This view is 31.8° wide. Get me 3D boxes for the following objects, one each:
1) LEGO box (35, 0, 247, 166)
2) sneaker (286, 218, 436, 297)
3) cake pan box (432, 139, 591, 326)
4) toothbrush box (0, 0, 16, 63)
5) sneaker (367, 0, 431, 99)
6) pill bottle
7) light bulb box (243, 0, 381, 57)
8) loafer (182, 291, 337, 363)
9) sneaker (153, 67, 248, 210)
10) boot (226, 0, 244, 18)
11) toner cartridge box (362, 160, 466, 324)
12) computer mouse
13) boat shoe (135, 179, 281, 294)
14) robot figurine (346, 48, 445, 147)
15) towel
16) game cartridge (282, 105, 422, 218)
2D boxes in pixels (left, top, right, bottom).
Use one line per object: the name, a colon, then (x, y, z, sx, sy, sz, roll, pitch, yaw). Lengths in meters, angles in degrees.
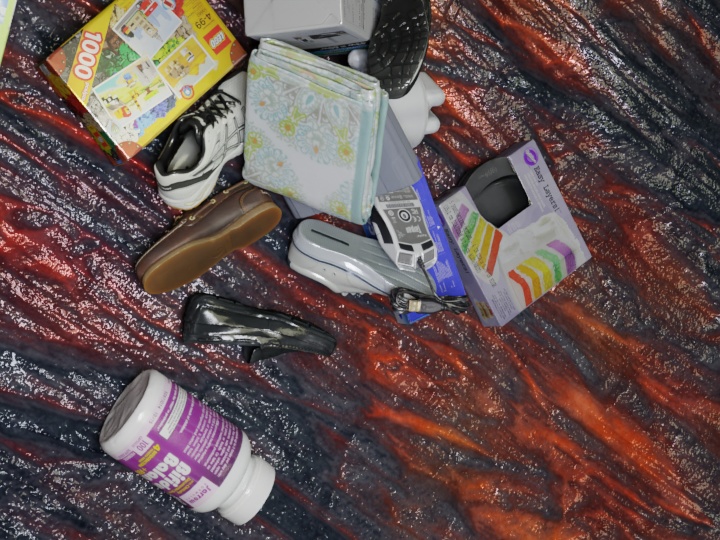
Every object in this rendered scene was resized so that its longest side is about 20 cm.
LEGO box: (-0.259, -0.247, 1.501, 0.200, 0.077, 0.149, -45, 107, -19)
sneaker: (0.000, 0.000, 1.613, 0.198, 0.071, 0.074, 25, 44, -5)
cake pan box: (0.202, -0.055, 1.733, 0.183, 0.052, 0.202, -33, 103, -24)
toothbrush box: (-0.432, -0.270, 1.383, 0.085, 0.145, 0.203, 14, 83, -24)
sneaker: (0.061, -0.287, 1.536, 0.088, 0.075, 0.203, 49, 42, -58)
pill bottle: (-0.201, 0.216, 1.504, 0.199, 0.112, 0.113, 38, 75, -19)
light bulb box: (-0.052, -0.370, 1.521, 0.123, 0.200, 0.202, -2, 90, 17)
loafer: (-0.126, 0.081, 1.569, 0.198, 0.068, 0.072, 15, 91, -19)
sneaker: (-0.178, -0.169, 1.521, 0.075, 0.088, 0.202, 24, 72, 17)
boot: (-0.157, -0.433, 1.571, 0.165, 0.072, 0.202, 32, 75, -34)
toner cartridge box: (0.061, -0.041, 1.669, 0.094, 0.043, 0.203, -23, 99, -22)
computer mouse: (0.060, -0.029, 1.593, 0.108, 0.044, 0.202, -4, 62, -31)
boat shoe: (-0.193, -0.044, 1.542, 0.199, 0.071, 0.070, -31, 63, -26)
robot figurine: (0.008, -0.203, 1.607, 0.197, 0.113, 0.172, -10, 126, -26)
towel: (-0.055, -0.161, 1.484, 0.169, 0.202, 0.048, 23, 43, 17)
game cartridge: (-0.034, -0.143, 1.540, 0.134, 0.198, 0.041, 62, 38, -17)
